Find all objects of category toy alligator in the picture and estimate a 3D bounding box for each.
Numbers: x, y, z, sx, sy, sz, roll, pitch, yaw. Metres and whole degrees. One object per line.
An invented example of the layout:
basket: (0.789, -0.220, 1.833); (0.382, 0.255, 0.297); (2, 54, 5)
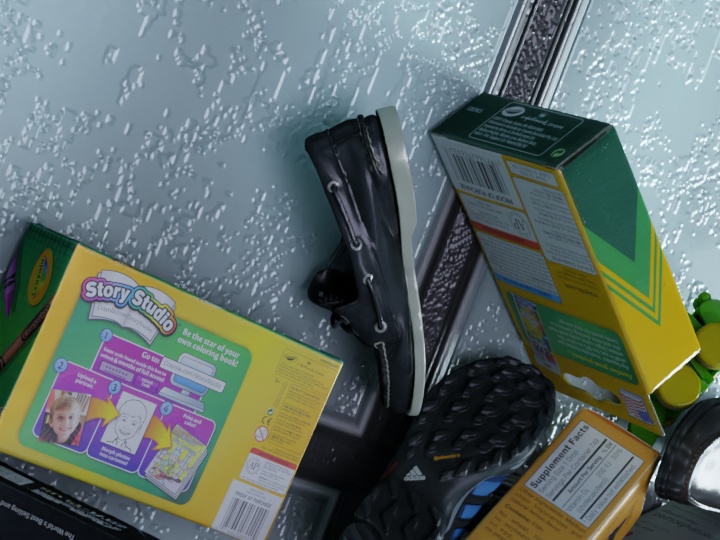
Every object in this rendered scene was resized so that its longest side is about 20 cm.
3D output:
toy alligator: (0.228, 0.044, 1.441); (0.054, 0.059, 0.200); (43, 73, 7)

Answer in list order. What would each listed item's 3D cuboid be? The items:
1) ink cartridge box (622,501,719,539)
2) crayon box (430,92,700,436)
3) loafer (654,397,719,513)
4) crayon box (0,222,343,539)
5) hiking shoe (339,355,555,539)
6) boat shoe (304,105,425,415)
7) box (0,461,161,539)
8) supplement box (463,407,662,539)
ink cartridge box: (0.190, 0.237, 1.404); (0.199, 0.147, 0.086); (-19, 113, -30)
crayon box: (0.131, -0.005, 1.312); (0.051, 0.125, 0.201); (-37, 121, -21)
loafer: (0.259, 0.129, 1.428); (0.199, 0.072, 0.073); (-3, 115, -57)
crayon box: (-0.117, 0.066, 1.200); (0.199, 0.058, 0.120); (26, 87, -36)
hiking shoe: (0.046, 0.132, 1.333); (0.200, 0.074, 0.087); (-44, 167, -31)
boat shoe: (0.000, 0.001, 1.261); (0.066, 0.075, 0.201); (-9, 125, -6)
box: (-0.181, 0.196, 1.111); (0.199, 0.086, 0.165); (26, 88, 3)
supplement box: (0.109, 0.176, 1.342); (0.200, 0.069, 0.067); (-40, 155, -37)
